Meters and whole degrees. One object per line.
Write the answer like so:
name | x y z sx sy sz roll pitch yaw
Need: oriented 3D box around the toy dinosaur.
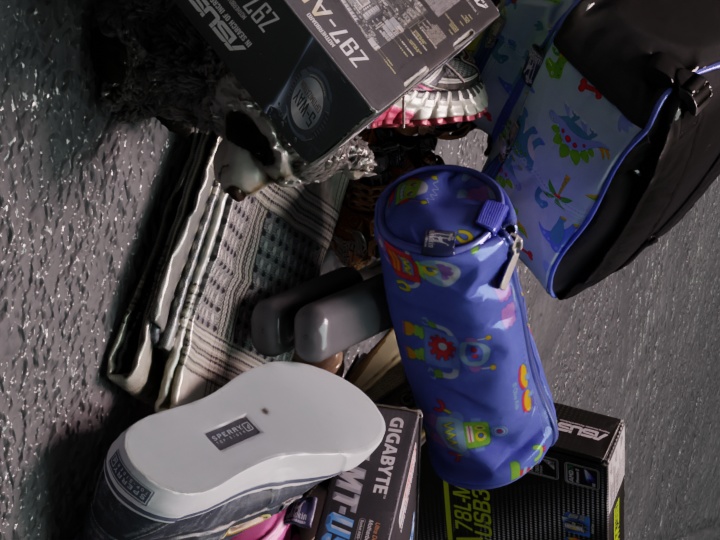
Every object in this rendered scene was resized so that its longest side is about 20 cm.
toy dinosaur | 0.037 -0.098 1.255 0.135 0.102 0.201 -10 142 -48

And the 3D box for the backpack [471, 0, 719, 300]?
backpack | 0.149 -0.098 1.196 0.182 0.147 0.201 -28 154 -39

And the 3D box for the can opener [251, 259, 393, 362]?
can opener | 0.000 0.000 1.172 0.200 0.053 0.067 -23 117 -63

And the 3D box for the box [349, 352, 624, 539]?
box | 0.087 0.160 1.399 0.201 0.192 0.048 84 25 -43

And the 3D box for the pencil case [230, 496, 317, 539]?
pencil case | -0.067 0.199 1.156 0.094 0.090 0.201 -57 154 -47

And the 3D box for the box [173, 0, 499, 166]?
box | -0.038 -0.158 0.889 0.043 0.200 0.160 -38 -176 32

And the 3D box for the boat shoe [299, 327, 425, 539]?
boat shoe | 0.005 0.108 1.243 0.200 0.065 0.073 -52 153 -1

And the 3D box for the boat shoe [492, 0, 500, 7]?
boat shoe | 0.107 -0.207 1.210 0.072 0.060 0.200 -46 -172 -20

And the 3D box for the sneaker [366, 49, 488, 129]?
sneaker | 0.009 -0.113 1.077 0.200 0.080 0.075 -9 99 -61

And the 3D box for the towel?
towel | -0.062 0.000 1.111 0.194 0.034 0.200 -70 159 -10

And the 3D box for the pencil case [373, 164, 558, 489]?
pencil case | 0.064 0.035 1.152 0.078 0.086 0.201 -52 141 -39

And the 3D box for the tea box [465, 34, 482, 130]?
tea box | 0.135 -0.207 1.396 0.200 0.133 0.198 -34 132 -62

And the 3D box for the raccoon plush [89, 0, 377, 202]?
raccoon plush | -0.043 -0.132 0.948 0.097 0.133 0.202 12 90 -69

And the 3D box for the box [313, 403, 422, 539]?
box | -0.003 0.214 1.154 0.199 0.049 0.201 91 10 -45

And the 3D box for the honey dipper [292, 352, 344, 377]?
honey dipper | -0.023 0.098 1.291 0.201 0.038 0.038 83 27 -49

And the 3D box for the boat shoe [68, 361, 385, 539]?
boat shoe | -0.073 0.110 1.058 0.200 0.071 0.091 -12 143 -52
